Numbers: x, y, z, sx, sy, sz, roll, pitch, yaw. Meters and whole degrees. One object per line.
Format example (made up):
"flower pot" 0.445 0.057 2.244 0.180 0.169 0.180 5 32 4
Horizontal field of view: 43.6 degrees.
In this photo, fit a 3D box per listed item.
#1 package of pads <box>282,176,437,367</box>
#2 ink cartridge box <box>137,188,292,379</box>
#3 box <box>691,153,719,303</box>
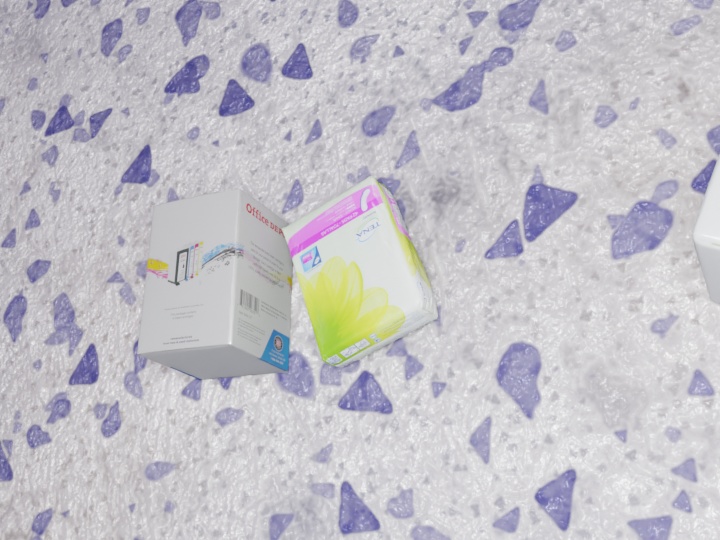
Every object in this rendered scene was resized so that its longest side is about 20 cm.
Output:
"package of pads" 0.000 0.000 1.129 0.153 0.068 0.203 -28 62 17
"ink cartridge box" -0.182 0.022 1.166 0.142 0.147 0.204 -8 68 24
"box" 0.439 -0.048 0.846 0.197 0.199 0.174 20 81 30
